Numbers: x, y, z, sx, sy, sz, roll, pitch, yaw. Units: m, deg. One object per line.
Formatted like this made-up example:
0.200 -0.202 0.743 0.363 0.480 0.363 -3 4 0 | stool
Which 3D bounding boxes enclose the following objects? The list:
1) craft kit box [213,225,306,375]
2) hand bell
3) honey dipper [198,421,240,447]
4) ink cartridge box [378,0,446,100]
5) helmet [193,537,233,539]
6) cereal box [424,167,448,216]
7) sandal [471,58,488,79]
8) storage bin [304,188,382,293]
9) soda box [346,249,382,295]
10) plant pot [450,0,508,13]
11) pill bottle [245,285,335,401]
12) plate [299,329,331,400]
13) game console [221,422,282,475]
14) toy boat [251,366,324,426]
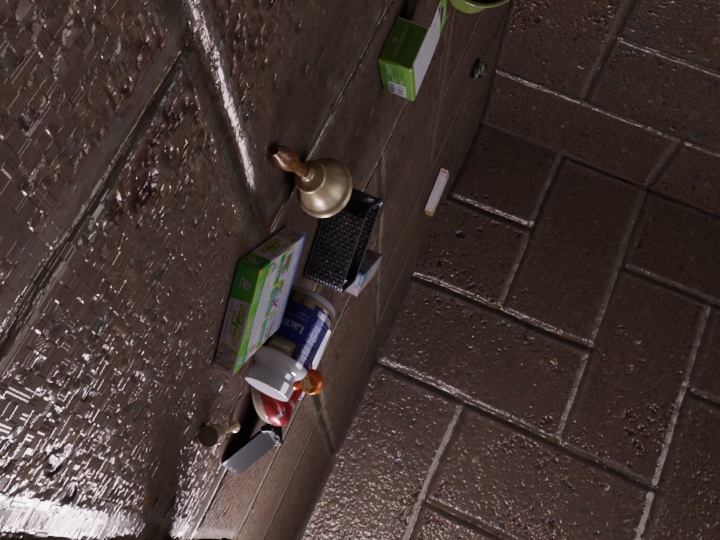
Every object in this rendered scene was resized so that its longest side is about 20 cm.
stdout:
-0.169 0.046 1.246 0.198 0.048 0.202 -54 163 -65 | craft kit box
-0.094 -0.158 1.150 0.105 0.103 0.200 -67 158 -2 | hand bell
-0.255 0.301 1.365 0.200 0.038 0.038 60 53 -81 | honey dipper
0.114 -0.484 1.535 0.148 0.075 0.202 62 49 -77 | ink cartridge box
-0.297 0.601 1.345 0.200 0.188 0.203 171 -90 -76 | helmet
0.341 -0.348 3.269 0.144 0.039 0.202 27 85 -81 | cereal box
0.496 -0.823 2.997 0.201 0.057 0.081 -49 159 -64 | sandal
-0.037 -0.069 1.580 0.135 0.093 0.202 -43 154 -69 | storage bin
0.000 0.000 2.044 0.200 0.063 0.069 -48 159 -66 | soda box
0.274 -0.692 1.718 0.190 0.198 0.202 -133 -115 -86 | plant pot
-0.137 0.141 1.415 0.116 0.114 0.202 91 23 -67 | pill bottle
-0.139 0.232 1.881 0.200 0.032 0.202 64 50 -78 | plate
-0.238 0.347 1.621 0.200 0.114 0.178 90 -6 -68 | game console
-0.134 0.227 1.507 0.201 0.129 0.132 -60 141 -43 | toy boat
